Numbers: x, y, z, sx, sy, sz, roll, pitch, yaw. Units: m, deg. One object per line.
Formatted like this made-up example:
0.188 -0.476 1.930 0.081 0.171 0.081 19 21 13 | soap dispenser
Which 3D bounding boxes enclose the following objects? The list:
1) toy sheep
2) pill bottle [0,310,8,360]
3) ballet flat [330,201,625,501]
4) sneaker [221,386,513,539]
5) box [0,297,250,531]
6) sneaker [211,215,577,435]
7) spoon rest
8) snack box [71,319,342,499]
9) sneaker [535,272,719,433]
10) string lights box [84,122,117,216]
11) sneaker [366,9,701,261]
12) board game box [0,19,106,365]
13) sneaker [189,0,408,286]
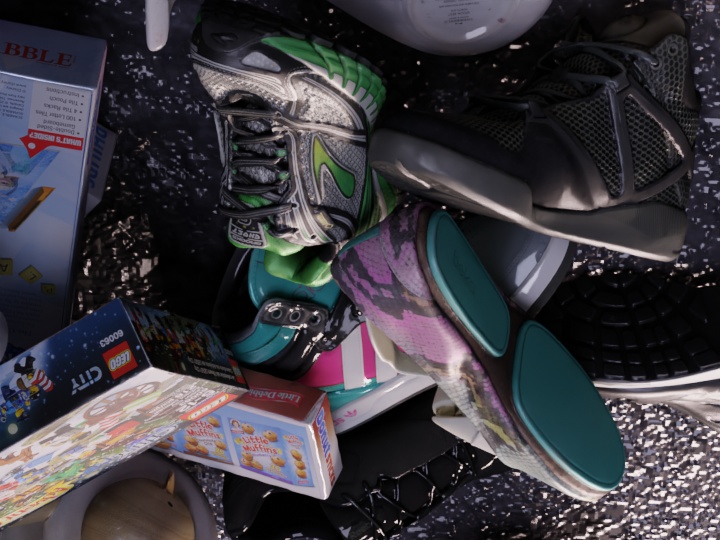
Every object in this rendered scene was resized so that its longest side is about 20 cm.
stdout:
-0.146 0.152 1.396 0.137 0.139 0.200 29 158 -18 | toy sheep
-0.234 -0.027 1.143 0.110 0.111 0.201 -16 127 16 | pill bottle
0.052 0.043 1.250 0.071 0.069 0.200 -15 134 31 | ballet flat
0.019 0.105 1.375 0.199 0.091 0.076 -17 124 15 | sneaker
-0.164 0.083 1.247 0.199 0.038 0.137 -30 165 12 | box
0.000 0.000 1.303 0.199 0.084 0.121 -34 128 28 | sneaker
-0.003 -0.140 1.214 0.198 0.061 0.100 -4 130 -10 | spoon rest
-0.108 0.064 1.342 0.199 0.024 0.072 15 146 18 | snack box
0.173 0.056 1.338 0.198 0.076 0.088 -1 134 5 | sneaker
-0.230 -0.068 1.276 0.199 0.059 0.103 32 124 -19 | string lights box
0.085 -0.073 1.203 0.199 0.076 0.115 9 95 -42 | sneaker
-0.227 -0.038 1.234 0.198 0.041 0.200 11 131 -3 | board game box
-0.030 -0.052 1.176 0.078 0.086 0.200 23 163 26 | sneaker
